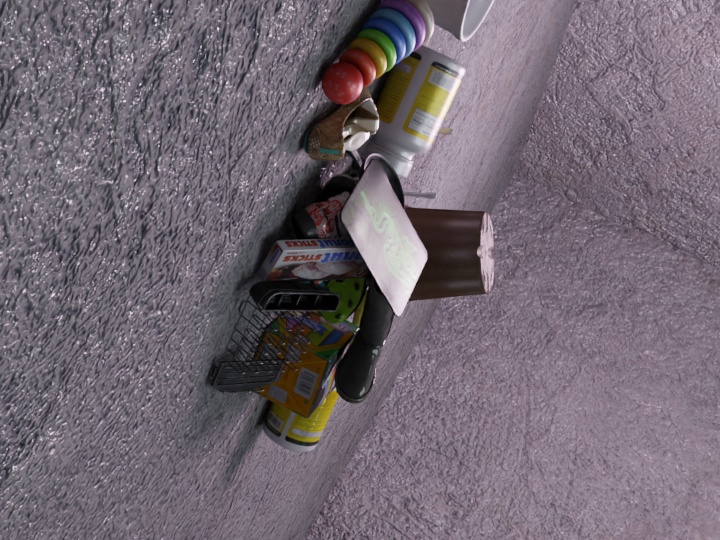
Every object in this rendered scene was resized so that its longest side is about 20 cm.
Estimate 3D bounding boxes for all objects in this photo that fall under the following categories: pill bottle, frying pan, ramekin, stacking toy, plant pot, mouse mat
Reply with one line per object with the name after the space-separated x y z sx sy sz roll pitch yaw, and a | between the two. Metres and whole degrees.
-0.100 0.233 1.919 0.200 0.112 0.112 -66 169 13 | pill bottle
0.010 -0.132 1.529 0.190 0.031 0.115 21 58 -52 | frying pan
0.079 -0.256 1.622 0.200 0.111 0.111 -64 169 9 | pill bottle
0.156 -0.461 1.540 0.201 0.098 0.201 -59 168 -20 | ramekin
0.014 -0.293 1.349 0.200 0.085 0.085 -48 163 -33 | stacking toy
0.136 -0.030 1.849 0.200 0.198 0.201 0 90 -73 | plant pot
0.039 -0.050 1.518 0.200 0.008 0.161 61 36 -28 | mouse mat

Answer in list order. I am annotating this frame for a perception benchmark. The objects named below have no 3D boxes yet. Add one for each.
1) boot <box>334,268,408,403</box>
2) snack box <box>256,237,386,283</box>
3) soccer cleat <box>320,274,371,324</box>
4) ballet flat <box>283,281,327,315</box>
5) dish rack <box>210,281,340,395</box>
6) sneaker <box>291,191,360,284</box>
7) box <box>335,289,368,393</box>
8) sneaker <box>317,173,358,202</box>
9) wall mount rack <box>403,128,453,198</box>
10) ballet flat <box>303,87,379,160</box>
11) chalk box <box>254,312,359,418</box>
0.021 0.093 1.608 0.200 0.072 0.182 116 -9 -52 | boot
-0.055 -0.016 1.486 0.200 0.024 0.072 -4 139 -42 | snack box
0.000 0.000 1.622 0.081 0.067 0.200 -16 137 -62 | soccer cleat
-0.081 0.031 1.703 0.067 0.068 0.200 -47 171 24 | ballet flat
-0.130 0.104 1.474 0.153 0.055 0.200 4 118 -49 | dish rack
-0.042 -0.047 1.547 0.108 0.067 0.201 -26 156 -11 | sneaker
0.003 0.134 1.863 0.075 0.050 0.200 114 -7 -49 | box
-0.020 -0.128 1.624 0.201 0.076 0.116 83 18 -65 | sneaker
0.075 -0.173 1.707 0.174 0.074 0.200 -20 -127 67 | wall mount rack
-0.012 -0.202 1.427 0.200 0.065 0.071 -54 156 -49 | ballet flat
-0.088 0.139 1.728 0.125 0.124 0.200 -69 169 23 | chalk box
